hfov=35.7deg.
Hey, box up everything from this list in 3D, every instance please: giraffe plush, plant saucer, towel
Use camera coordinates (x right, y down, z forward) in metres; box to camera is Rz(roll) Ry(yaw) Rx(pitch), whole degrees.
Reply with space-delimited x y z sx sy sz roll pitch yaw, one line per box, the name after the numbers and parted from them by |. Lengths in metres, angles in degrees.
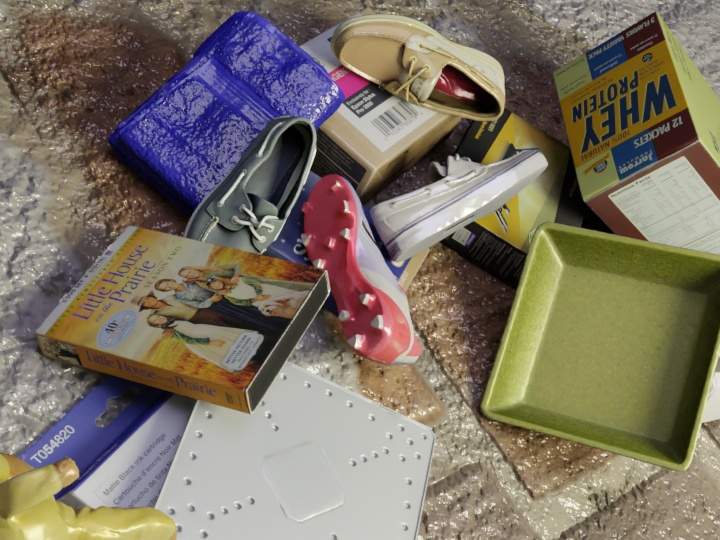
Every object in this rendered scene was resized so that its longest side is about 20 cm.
-0.245 0.175 0.734 0.161 0.201 0.173 27 68 39 | giraffe plush
0.235 0.070 1.045 0.198 0.048 0.202 13 75 27 | plant saucer
-0.127 -0.151 1.072 0.147 0.050 0.200 37 71 12 | towel

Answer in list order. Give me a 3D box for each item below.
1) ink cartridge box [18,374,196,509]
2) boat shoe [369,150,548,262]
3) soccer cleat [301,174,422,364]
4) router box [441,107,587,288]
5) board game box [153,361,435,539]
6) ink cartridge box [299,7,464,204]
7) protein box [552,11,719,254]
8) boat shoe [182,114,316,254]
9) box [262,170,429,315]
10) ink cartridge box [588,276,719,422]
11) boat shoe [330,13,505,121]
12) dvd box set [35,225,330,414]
-0.133 0.146 0.885 0.199 0.041 0.200 38 46 5 | ink cartridge box
0.096 -0.083 1.107 0.199 0.071 0.070 -30 80 -19 | boat shoe
0.000 0.000 1.029 0.076 0.066 0.201 28 33 -48 | soccer cleat
0.166 -0.082 1.221 0.156 0.052 0.201 31 46 -2 | router box
-0.048 0.168 0.865 0.198 0.026 0.201 25 45 -8 | board game box
0.000 -0.177 1.199 0.165 0.075 0.200 42 48 8 | ink cartridge box
0.332 -0.128 1.234 0.200 0.134 0.200 38 36 -39 | protein box
-0.100 -0.056 1.005 0.072 0.062 0.201 35 73 -16 | boat shoe
-0.040 -0.031 1.088 0.199 0.033 0.122 32 46 1 | box
0.317 0.078 1.146 0.198 0.083 0.148 -6 56 -31 | ink cartridge box
0.065 -0.206 1.152 0.198 0.074 0.067 11 43 -20 | boat shoe
-0.143 0.034 0.914 0.198 0.030 0.147 13 45 22 | dvd box set
